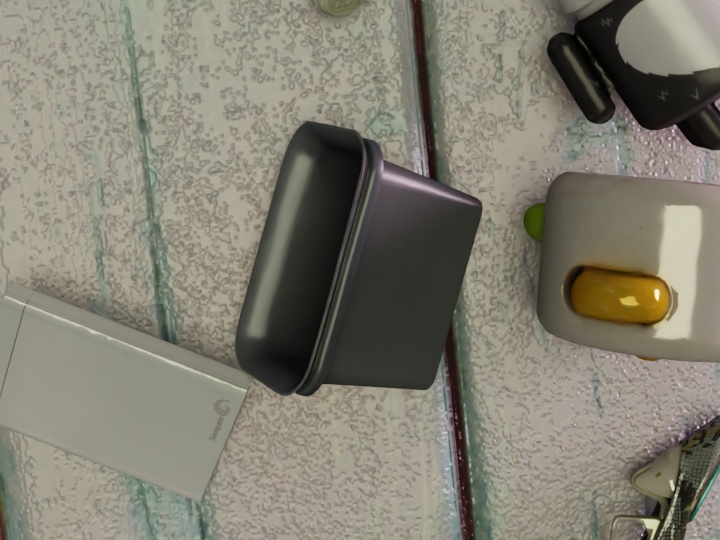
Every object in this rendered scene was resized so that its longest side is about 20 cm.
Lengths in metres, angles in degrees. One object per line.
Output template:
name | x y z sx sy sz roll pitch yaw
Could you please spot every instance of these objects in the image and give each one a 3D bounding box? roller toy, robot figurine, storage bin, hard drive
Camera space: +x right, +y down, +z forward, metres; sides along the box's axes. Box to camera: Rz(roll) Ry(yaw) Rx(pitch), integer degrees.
roller toy | 0.229 0.001 0.911 0.181 0.200 0.141 4 96 -10
robot figurine | 0.240 -0.191 0.926 0.150 0.125 0.200 -40 98 -32
storage bin | 0.000 0.000 0.934 0.134 0.145 0.201 14 94 -32
hard drive | -0.200 0.100 0.946 0.199 0.027 0.132 22 122 -6

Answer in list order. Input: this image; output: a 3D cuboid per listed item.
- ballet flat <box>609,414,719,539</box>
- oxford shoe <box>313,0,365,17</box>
ballet flat | 0.250 0.204 0.994 0.072 0.072 0.201 21 92 -5
oxford shoe | 0.023 -0.289 0.937 0.200 0.075 0.058 -48 60 0
